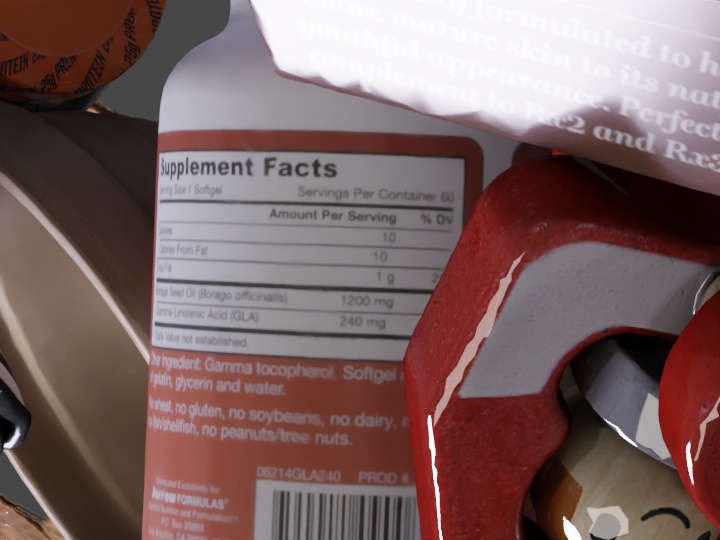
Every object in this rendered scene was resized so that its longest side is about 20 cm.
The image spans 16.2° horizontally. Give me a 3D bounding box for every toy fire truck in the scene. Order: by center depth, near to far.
[{"bbox_3d":[0.101,0.048,0.579,0.200,0.112,0.168,10,122,-22],"label":"toy fire truck"}]

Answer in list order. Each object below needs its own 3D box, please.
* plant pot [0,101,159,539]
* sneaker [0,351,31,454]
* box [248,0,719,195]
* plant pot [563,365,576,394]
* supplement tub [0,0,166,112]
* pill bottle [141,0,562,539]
[{"bbox_3d":[-0.058,0.023,0.826,0.201,0.093,0.201,44,153,30],"label":"plant pot"},{"bbox_3d":[-0.174,0.024,0.838,0.200,0.076,0.115,-8,105,65],"label":"sneaker"},{"bbox_3d":[0.078,-0.143,0.504,0.166,0.200,0.164,18,148,27],"label":"box"},{"bbox_3d":[0.098,0.081,0.876,0.200,0.187,0.187,18,151,-1],"label":"plant pot"},{"bbox_3d":[-0.163,-0.096,0.900,0.200,0.123,0.123,-9,131,51],"label":"supplement tub"},{"bbox_3d":[0.000,0.000,0.680,0.112,0.200,0.112,3,179,0],"label":"pill bottle"}]
